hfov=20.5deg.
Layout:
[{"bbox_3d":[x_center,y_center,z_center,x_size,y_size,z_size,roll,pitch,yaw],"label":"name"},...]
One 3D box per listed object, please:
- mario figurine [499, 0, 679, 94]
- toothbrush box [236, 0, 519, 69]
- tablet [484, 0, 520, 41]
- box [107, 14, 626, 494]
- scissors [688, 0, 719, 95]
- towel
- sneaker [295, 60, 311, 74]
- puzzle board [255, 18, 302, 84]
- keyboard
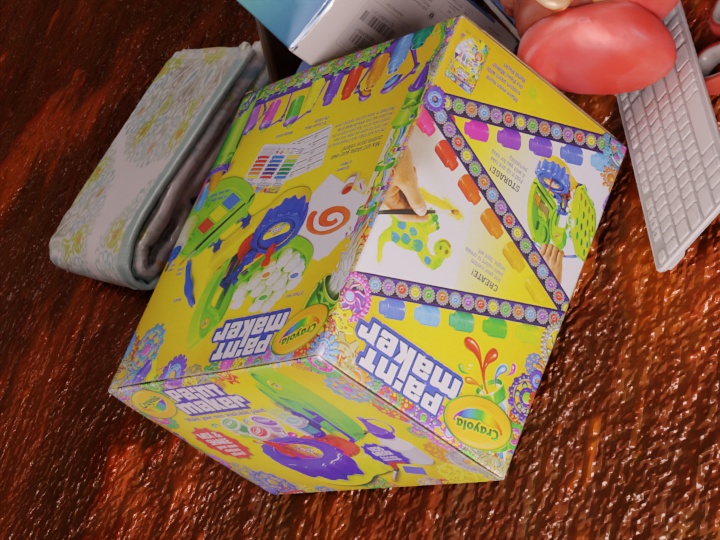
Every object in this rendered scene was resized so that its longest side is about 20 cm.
[{"bbox_3d":[0.097,-0.177,1.008,0.123,0.200,0.106,-21,-24,-45],"label":"mario figurine"},{"bbox_3d":[-0.025,-0.175,1.144,0.085,0.146,0.200,-50,51,8],"label":"toothbrush box"},{"bbox_3d":[0.132,-0.217,1.076,0.200,0.130,0.014,-39,9,25],"label":"tablet"},{"bbox_3d":[0.000,0.000,1.013,0.200,0.122,0.193,-11,49,54],"label":"box"},{"bbox_3d":[0.236,-0.142,0.938,0.200,0.014,0.073,-25,34,42],"label":"scissors"},{"bbox_3d":[-0.139,-0.078,1.445,0.200,0.048,0.171,-58,23,-11],"label":"towel"},{"bbox_3d":[0.033,-0.169,1.240,0.078,0.070,0.200,27,91,48],"label":"sneaker"},{"bbox_3d":[-0.034,-0.225,1.365,0.017,0.151,0.200,11,58,16],"label":"puzzle board"},{"bbox_3d":[0.151,-0.077,0.980,0.056,0.011,0.200,-57,20,32],"label":"keyboard"}]
